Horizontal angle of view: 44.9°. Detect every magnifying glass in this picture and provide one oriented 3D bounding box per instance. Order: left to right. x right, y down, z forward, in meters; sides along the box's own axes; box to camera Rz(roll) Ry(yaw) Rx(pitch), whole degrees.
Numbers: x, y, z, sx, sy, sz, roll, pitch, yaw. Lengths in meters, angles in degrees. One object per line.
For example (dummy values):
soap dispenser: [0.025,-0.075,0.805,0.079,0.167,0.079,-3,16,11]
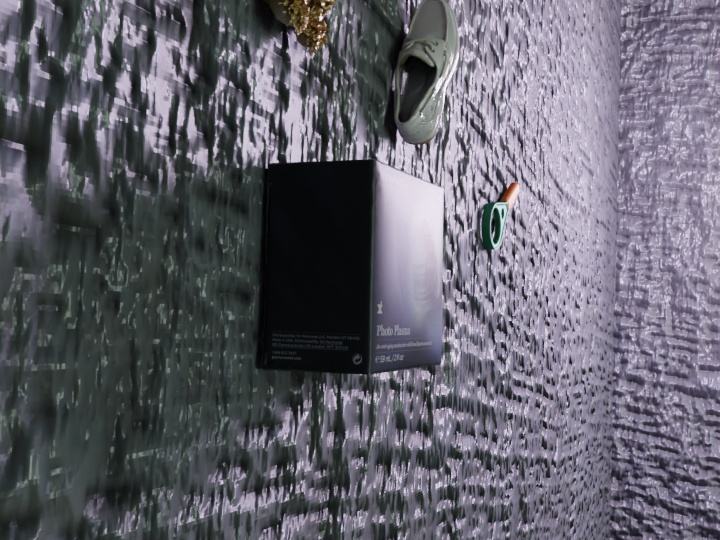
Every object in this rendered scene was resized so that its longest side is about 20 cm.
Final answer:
magnifying glass: [0.251,-0.104,1.548,0.200,0.022,0.080,-54,138,-53]

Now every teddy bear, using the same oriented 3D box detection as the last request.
teddy bear: [-0.043,-0.313,0.845,0.145,0.067,0.201,53,44,-57]

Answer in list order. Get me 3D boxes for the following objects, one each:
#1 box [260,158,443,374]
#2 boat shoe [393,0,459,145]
box: [0.000,0.000,0.884,0.200,0.123,0.199,6,84,-66]
boat shoe: [0.080,-0.265,1.110,0.069,0.071,0.201,33,62,-64]
